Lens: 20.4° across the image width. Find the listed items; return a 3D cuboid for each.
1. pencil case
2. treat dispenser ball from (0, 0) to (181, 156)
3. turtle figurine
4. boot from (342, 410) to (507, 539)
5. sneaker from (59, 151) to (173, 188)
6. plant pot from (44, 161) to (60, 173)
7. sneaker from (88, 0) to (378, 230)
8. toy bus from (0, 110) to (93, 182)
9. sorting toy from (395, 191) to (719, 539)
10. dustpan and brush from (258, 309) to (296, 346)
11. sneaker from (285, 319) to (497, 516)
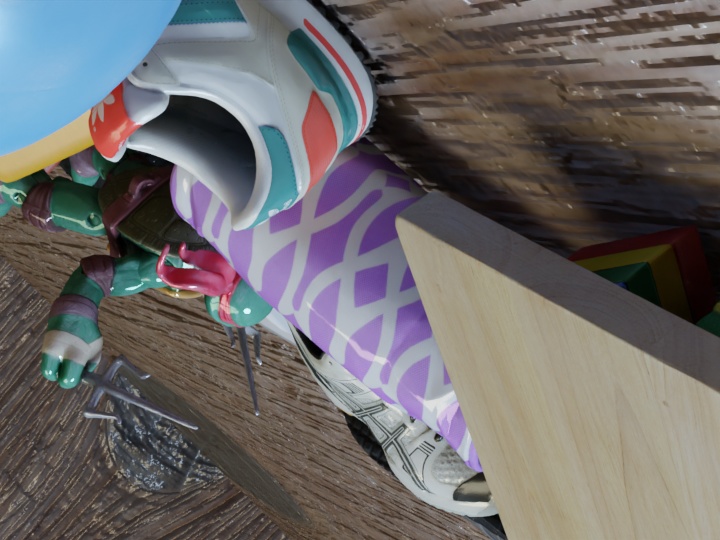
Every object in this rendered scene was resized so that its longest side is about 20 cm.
[{"bbox_3d":[0.006,-0.001,0.848,0.200,0.084,0.086,42,176,24],"label":"pencil case"},{"bbox_3d":[-0.144,-0.132,0.619,0.201,0.201,0.201,41,169,10],"label":"treat dispenser ball"},{"bbox_3d":[-0.097,-0.006,0.950,0.149,0.101,0.200,-2,-147,-48],"label":"turtle figurine"},{"bbox_3d":[0.078,0.133,1.193,0.200,0.070,0.132,41,175,35],"label":"boot"},{"bbox_3d":[-0.122,-0.064,1.148,0.199,0.060,0.105,21,144,30],"label":"sneaker"},{"bbox_3d":[-0.245,-0.136,1.033,0.200,0.201,0.195,34,174,37],"label":"plant pot"},{"bbox_3d":[-0.088,-0.098,0.777,0.200,0.094,0.070,42,142,-7],"label":"sneaker"},{"bbox_3d":[-0.176,-0.135,0.871,0.078,0.065,0.201,-100,-15,-56],"label":"toy bus"},{"bbox_3d":[0.122,0.071,0.705,0.198,0.069,0.201,31,150,47],"label":"sorting toy"},{"bbox_3d":[-0.112,-0.043,1.259,0.139,0.057,0.200,29,169,47],"label":"dustpan and brush"},{"bbox_3d":[0.020,0.062,1.097,0.200,0.076,0.088,32,165,43],"label":"sneaker"}]
